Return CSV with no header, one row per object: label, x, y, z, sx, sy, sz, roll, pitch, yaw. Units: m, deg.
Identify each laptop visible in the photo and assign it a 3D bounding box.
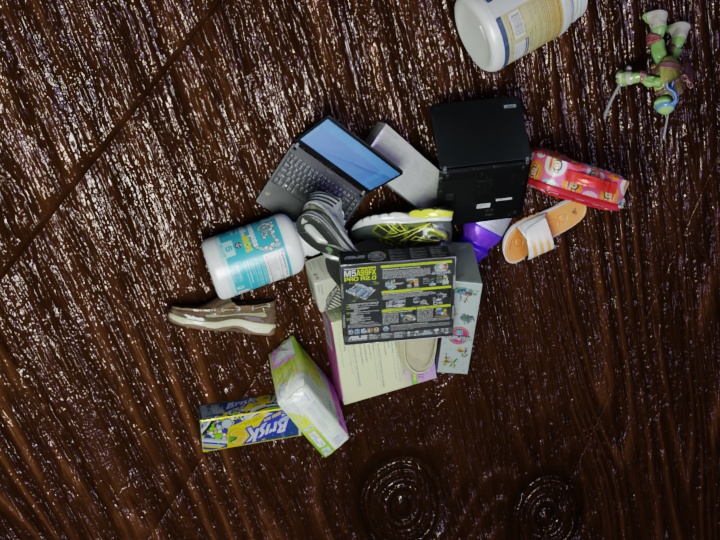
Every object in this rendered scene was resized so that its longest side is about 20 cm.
laptop,0.214,-0.198,1.365,0.173,0.104,0.203,-7,133,-9
laptop,-0.056,-0.149,1.312,0.176,0.103,0.202,32,97,-24

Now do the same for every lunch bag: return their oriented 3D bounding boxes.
lunch bag,0.408,-0.175,1.412,0.196,0.176,0.083,13,101,-20

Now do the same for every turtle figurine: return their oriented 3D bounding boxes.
turtle figurine,0.567,-0.387,1.446,0.141,0.200,0.198,10,83,8

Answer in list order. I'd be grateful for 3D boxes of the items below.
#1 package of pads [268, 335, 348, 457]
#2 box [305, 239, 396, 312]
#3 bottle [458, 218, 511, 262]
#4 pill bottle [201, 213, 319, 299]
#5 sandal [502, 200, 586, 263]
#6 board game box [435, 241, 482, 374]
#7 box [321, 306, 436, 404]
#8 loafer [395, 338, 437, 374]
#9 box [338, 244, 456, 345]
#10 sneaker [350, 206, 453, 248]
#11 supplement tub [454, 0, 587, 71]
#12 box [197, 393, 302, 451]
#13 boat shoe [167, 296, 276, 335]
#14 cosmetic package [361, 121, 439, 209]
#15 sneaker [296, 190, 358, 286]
package of pads,-0.100,0.226,1.376,0.068,0.200,0.155,-35,115,3
box,0.000,0.000,1.392,0.197,0.069,0.083,-20,134,-9
bottle,0.245,-0.091,1.450,0.082,0.065,0.203,23,101,-20
pill bottle,-0.174,-0.032,1.312,0.197,0.111,0.113,-20,114,-11
sandal,0.381,-0.084,1.500,0.204,0.059,0.080,-31,115,-5
board game box,0.180,0.070,1.399,0.063,0.148,0.203,3,120,0
box,0.036,0.139,1.447,0.196,0.097,0.179,-14,112,-12
loafer,0.110,0.106,1.368,0.074,0.068,0.204,-6,110,-15
box,0.063,0.043,1.267,0.196,0.045,0.163,-5,119,-3
sneaker,0.074,-0.064,1.336,0.196,0.074,0.087,-7,92,24
supplement tub,0.280,-0.455,1.290,0.198,0.145,0.146,-29,115,-6
box,-0.214,0.292,1.438,0.196,0.064,0.072,-6,110,-15
boat shoe,-0.249,0.070,1.352,0.199,0.074,0.076,8,93,-26
cosmetic package,0.087,-0.181,1.375,0.199,0.051,0.083,37,93,-25
sneaker,-0.030,-0.060,1.301,0.075,0.117,0.201,-16,128,30
